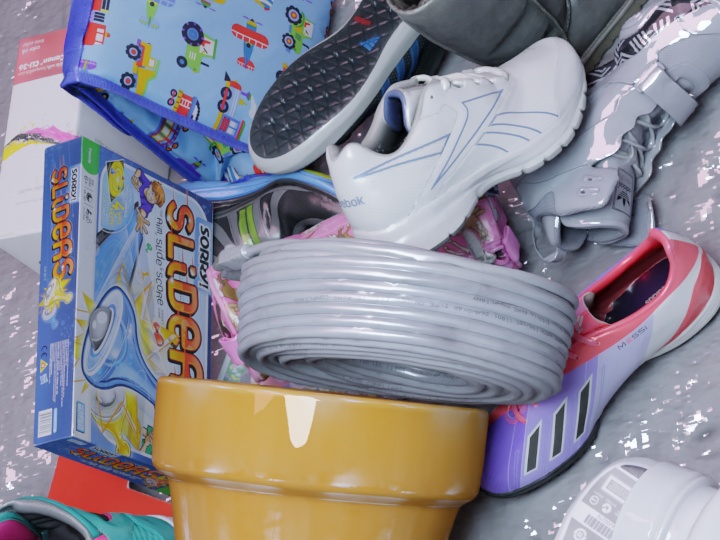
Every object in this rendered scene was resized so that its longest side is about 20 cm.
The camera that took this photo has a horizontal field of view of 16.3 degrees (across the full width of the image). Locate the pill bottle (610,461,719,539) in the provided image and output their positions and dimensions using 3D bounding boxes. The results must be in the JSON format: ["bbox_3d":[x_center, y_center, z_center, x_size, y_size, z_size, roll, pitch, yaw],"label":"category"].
[{"bbox_3d":[0.237,0.172,1.348,0.199,0.111,0.112,19,78,31],"label":"pill bottle"}]

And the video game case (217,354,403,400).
[{"bbox_3d":[-0.049,0.121,1.637,0.143,0.018,0.201,9,72,36],"label":"video game case"}]

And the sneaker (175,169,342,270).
[{"bbox_3d":[-0.063,-0.022,1.695,0.199,0.071,0.083,-7,76,33],"label":"sneaker"}]

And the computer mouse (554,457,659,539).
[{"bbox_3d":[0.127,0.201,1.460,0.109,0.044,0.200,35,86,25],"label":"computer mouse"}]

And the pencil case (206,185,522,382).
[{"bbox_3d":[0.000,0.000,1.586,0.199,0.087,0.083,-23,82,-4],"label":"pencil case"}]

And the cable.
[{"bbox_3d":[0.025,0.031,1.452,0.200,0.199,0.070,-14,65,65],"label":"cable"}]

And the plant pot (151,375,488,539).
[{"bbox_3d":[-0.032,0.164,1.493,0.199,0.200,0.184,4,87,35],"label":"plant pot"}]

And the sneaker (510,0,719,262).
[{"bbox_3d":[0.175,-0.086,1.560,0.199,0.075,0.115,-30,54,24],"label":"sneaker"}]

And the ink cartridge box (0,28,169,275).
[{"bbox_3d":[-0.195,-0.055,1.759,0.067,0.116,0.201,-10,61,28],"label":"ink cartridge box"}]

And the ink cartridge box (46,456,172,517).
[{"bbox_3d":[-0.157,0.198,1.633,0.199,0.043,0.174,14,88,38],"label":"ink cartridge box"}]

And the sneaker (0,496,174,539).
[{"bbox_3d":[-0.212,0.196,1.571,0.199,0.121,0.084,-22,67,30],"label":"sneaker"}]

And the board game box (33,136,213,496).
[{"bbox_3d":[-0.149,0.031,1.605,0.034,0.135,0.201,-15,65,32],"label":"board game box"}]

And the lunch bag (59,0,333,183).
[{"bbox_3d":[-0.123,-0.160,1.704,0.094,0.200,0.151,-11,60,41],"label":"lunch bag"}]

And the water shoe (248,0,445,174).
[{"bbox_3d":[0.011,-0.128,1.677,0.200,0.079,0.071,-48,48,-9],"label":"water shoe"}]

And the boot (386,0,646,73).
[{"bbox_3d":[0.104,-0.199,1.579,0.072,0.200,0.182,18,78,38],"label":"boot"}]

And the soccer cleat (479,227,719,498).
[{"bbox_3d":[0.131,0.053,1.515,0.200,0.073,0.068,-44,52,7],"label":"soccer cleat"}]

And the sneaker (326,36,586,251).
[{"bbox_3d":[0.061,-0.087,1.509,0.200,0.087,0.074,-41,26,-29],"label":"sneaker"}]
